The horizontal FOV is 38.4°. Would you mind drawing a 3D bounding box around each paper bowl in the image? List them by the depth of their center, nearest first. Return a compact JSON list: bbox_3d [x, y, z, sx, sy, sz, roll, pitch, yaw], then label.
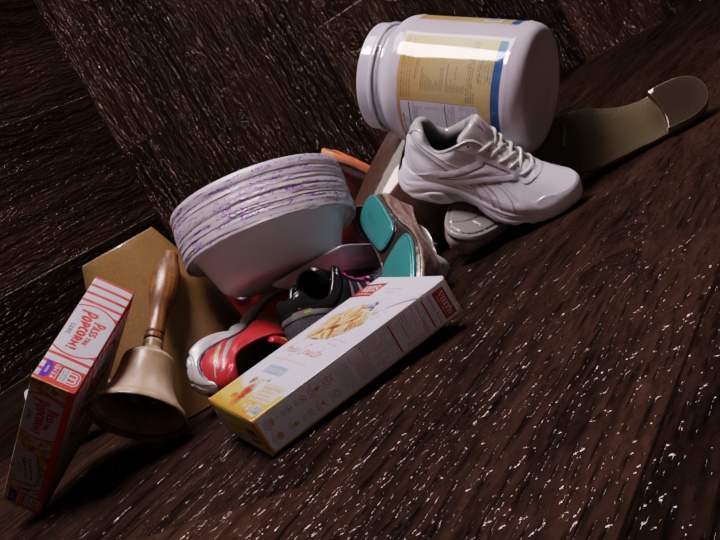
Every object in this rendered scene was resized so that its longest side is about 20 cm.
[{"bbox_3d":[-0.100,-0.040,1.132,0.199,0.105,0.201,-19,-10,-3],"label":"paper bowl"}]

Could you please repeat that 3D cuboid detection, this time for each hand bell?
[{"bbox_3d":[-0.215,0.065,1.083,0.104,0.104,0.201,-24,45,35],"label":"hand bell"}]

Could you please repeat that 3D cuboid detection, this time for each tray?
[{"bbox_3d":[0.000,0.000,1.167,0.107,0.022,0.199,-27,-13,33],"label":"tray"}]

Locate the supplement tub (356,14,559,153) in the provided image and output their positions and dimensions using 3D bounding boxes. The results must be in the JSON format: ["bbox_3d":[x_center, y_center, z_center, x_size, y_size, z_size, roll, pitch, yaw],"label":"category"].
[{"bbox_3d":[0.110,-0.211,1.164,0.199,0.146,0.145,11,28,27],"label":"supplement tub"}]

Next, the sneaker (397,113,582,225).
[{"bbox_3d":[0.135,-0.112,1.080,0.198,0.100,0.078,10,43,12],"label":"sneaker"}]

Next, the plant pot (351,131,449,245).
[{"bbox_3d":[0.084,-0.110,1.296,0.200,0.187,0.187,-46,14,-25],"label":"plant pot"}]

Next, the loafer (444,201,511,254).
[{"bbox_3d":[0.148,-0.068,1.159,0.071,0.063,0.200,17,40,19],"label":"loafer"}]

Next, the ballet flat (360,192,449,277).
[{"bbox_3d":[0.053,-0.015,1.051,0.068,0.067,0.201,-57,28,28],"label":"ballet flat"}]

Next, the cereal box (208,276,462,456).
[{"bbox_3d":[-0.025,0.073,0.878,0.199,0.040,0.144,-36,12,-18],"label":"cereal box"}]

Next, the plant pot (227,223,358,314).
[{"bbox_3d":[-0.126,-0.014,1.383,0.200,0.201,0.178,-24,17,35],"label":"plant pot"}]

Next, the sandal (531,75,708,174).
[{"bbox_3d":[0.297,-0.152,1.189,0.210,0.078,0.070,-21,-23,11],"label":"sandal"}]

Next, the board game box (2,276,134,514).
[{"bbox_3d":[-0.298,0.128,1.053,0.152,0.046,0.201,-72,6,-50],"label":"board game box"}]

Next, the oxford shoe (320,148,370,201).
[{"bbox_3d":[0.013,-0.095,1.395,0.073,0.200,0.071,-56,34,0],"label":"oxford shoe"}]

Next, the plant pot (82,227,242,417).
[{"bbox_3d":[-0.230,0.059,1.196,0.185,0.201,0.186,-28,8,4],"label":"plant pot"}]

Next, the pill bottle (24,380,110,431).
[{"bbox_3d":[-0.338,0.144,1.376,0.199,0.112,0.111,-31,8,-7],"label":"pill bottle"}]

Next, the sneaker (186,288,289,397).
[{"bbox_3d":[-0.094,0.081,1.105,0.084,0.078,0.200,3,28,37],"label":"sneaker"}]

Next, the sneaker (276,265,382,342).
[{"bbox_3d":[-0.021,0.027,1.038,0.073,0.088,0.200,-24,9,33],"label":"sneaker"}]
